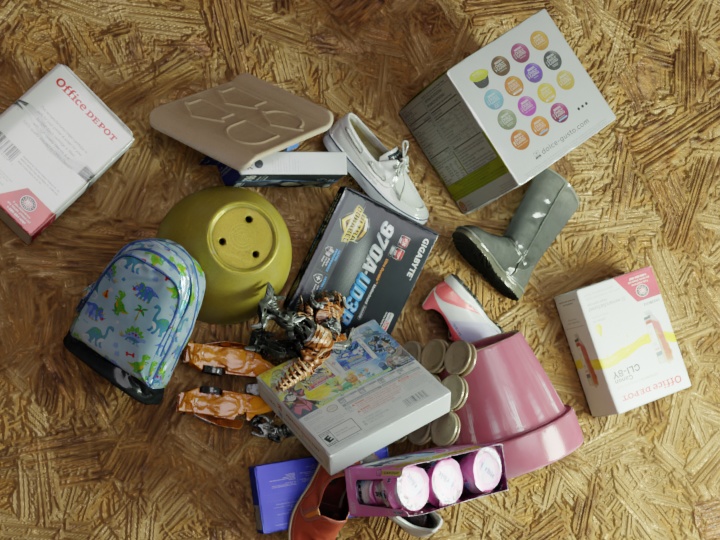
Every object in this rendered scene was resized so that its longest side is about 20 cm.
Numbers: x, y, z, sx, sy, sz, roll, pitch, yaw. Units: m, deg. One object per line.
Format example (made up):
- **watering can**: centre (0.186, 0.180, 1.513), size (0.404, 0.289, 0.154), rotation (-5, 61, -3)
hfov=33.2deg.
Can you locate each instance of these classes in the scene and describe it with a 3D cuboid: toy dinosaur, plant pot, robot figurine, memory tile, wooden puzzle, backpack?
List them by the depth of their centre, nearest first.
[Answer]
- **backpack**: centre (-0.290, 0.053, 1.598), size (0.163, 0.154, 0.200), rotation (35, 87, 11)
- **toy dinosaur**: centre (-0.079, 0.085, 1.643), size (0.135, 0.200, 0.103), rotation (20, 108, 2)
- **plant pot**: centre (-0.177, -0.032, 1.682), size (0.199, 0.142, 0.201), rotation (3, 80, -18)
- **wooden puzzle**: centre (-0.166, -0.202, 1.697), size (0.185, 0.046, 0.200), rotation (27, 39, 26)
- **robot figurine**: centre (-0.154, 0.163, 1.702), size (0.199, 0.058, 0.146), rotation (11, 78, -16)
- **memory tile**: centre (0.079, 0.172, 1.710), size (0.017, 0.199, 0.154), rotation (22, 73, -37)
- **plant pot**: centre (0.198, 0.190, 1.734), size (0.199, 0.200, 0.180), rotation (-19, 91, -20)

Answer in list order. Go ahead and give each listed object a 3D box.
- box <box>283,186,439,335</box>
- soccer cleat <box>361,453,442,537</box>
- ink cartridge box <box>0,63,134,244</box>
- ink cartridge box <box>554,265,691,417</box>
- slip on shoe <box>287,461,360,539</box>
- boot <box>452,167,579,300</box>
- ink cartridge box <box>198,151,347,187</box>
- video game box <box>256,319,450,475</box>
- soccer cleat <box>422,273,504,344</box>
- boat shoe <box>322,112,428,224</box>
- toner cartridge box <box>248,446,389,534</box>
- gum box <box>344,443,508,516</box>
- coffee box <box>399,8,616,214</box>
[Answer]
- **box**: centre (0.000, 0.000, 1.762), size (0.158, 0.046, 0.201), rotation (27, 89, -13)
- **soccer cleat**: centre (0.031, 0.301, 1.679), size (0.200, 0.085, 0.069), rotation (40, 72, -9)
- **ink cartridge box**: centre (-0.431, -0.158, 1.650), size (0.147, 0.083, 0.200), rotation (46, 71, -7)
- **ink cartridge box**: centre (0.408, 0.111, 1.883), size (0.144, 0.083, 0.201), rotation (-17, 87, -20)
- **slip on shoe**: centre (-0.047, 0.329, 1.640), size (0.074, 0.061, 0.201), rotation (12, 116, -22)
- **boot**: centre (0.243, -0.078, 1.852), size (0.200, 0.072, 0.182), rotation (-55, 130, -12)
- **ink cartridge box**: centre (-0.127, -0.145, 1.741), size (0.199, 0.099, 0.039), rotation (0, 83, -17)
- **video game box**: centre (-0.010, 0.167, 1.639), size (0.199, 0.047, 0.182), rotation (-24, 47, -25)
- **soccer cleat**: centre (0.176, 0.099, 1.827), size (0.073, 0.068, 0.200), rotation (-39, 99, 4)
- **boat shoe**: centre (0.042, -0.158, 1.798), size (0.202, 0.086, 0.075), rotation (46, 31, -2)
- **toner cartridge box**: centre (-0.054, 0.309, 1.718), size (0.199, 0.043, 0.096), rotation (-6, 84, -19)
- **gum box**: centre (0.083, 0.275, 1.586), size (0.199, 0.113, 0.067), rotation (-5, 85, -42)
- **coffee box**: centre (0.214, -0.234, 1.815), size (0.199, 0.200, 0.198), rotation (-34, 92, -20)
